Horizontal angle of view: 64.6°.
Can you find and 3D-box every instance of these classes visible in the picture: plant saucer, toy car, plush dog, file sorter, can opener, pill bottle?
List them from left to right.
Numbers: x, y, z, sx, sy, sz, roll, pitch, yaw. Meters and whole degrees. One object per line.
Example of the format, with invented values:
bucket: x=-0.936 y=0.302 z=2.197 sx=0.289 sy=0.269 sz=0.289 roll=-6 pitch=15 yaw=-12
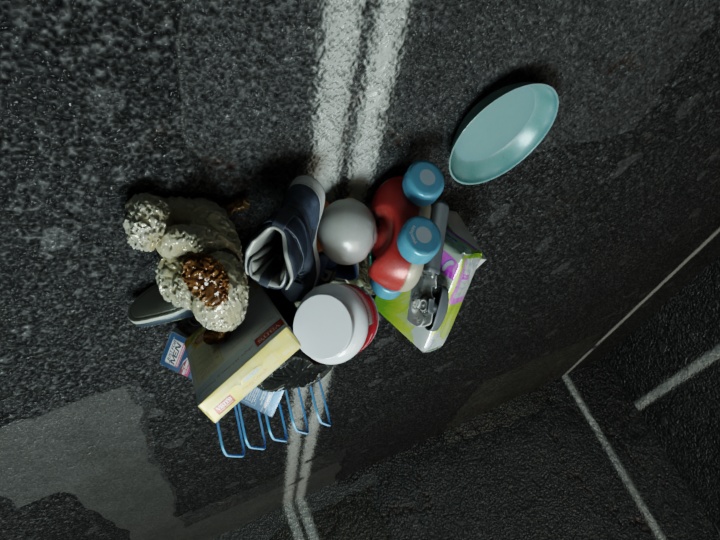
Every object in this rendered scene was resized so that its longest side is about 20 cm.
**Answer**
plush dog: x=-0.193 y=-0.001 z=0.728 sx=0.156 sy=0.175 sz=0.202 roll=-21 pitch=152 yaw=-12
file sorter: x=-0.165 y=0.257 z=1.066 sx=0.193 sy=0.127 sz=0.139 roll=-18 pitch=160 yaw=1
pill bottle: x=-0.036 y=0.077 z=0.854 sx=0.110 sy=0.115 sz=0.200 roll=-30 pitch=174 yaw=7
toy car: x=0.005 y=-0.071 z=0.864 sx=0.193 sy=0.183 sz=0.185 roll=12 pitch=157 yaw=-11
can opener: x=0.117 y=-0.007 z=0.927 sx=0.066 sy=0.208 sz=0.052 roll=16 pitch=170 yaw=-42
plant saucer: x=0.217 y=-0.220 z=0.894 sx=0.194 sy=0.037 sz=0.202 roll=-23 pitch=152 yaw=-13

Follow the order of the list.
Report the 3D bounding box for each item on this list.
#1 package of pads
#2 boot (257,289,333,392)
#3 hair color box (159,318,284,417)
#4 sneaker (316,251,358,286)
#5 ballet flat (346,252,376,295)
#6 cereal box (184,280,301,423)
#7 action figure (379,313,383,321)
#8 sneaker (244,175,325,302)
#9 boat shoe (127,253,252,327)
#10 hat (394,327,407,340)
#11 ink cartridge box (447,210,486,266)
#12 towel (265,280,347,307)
package of pads: x=0.116 y=0.021 z=1.009 sx=0.067 sy=0.154 sz=0.206 roll=-6 pitch=125 yaw=-44
boot: x=-0.134 y=0.099 z=0.878 sx=0.079 sy=0.160 sz=0.211 roll=-37 pitch=160 yaw=7
hair color box: x=-0.210 y=0.147 z=0.920 sx=0.062 sy=0.195 sz=0.100 roll=-62 pitch=-175 yaw=14
sneaker: x=-0.079 y=-0.021 z=0.904 sx=0.195 sy=0.084 sz=0.074 roll=-2 pitch=146 yaw=-38
ballet flat: x=0.000 y=0.000 z=1.045 sx=0.072 sy=0.070 sz=0.201 roll=-8 pitch=156 yaw=9
cereal box: x=-0.168 y=0.099 z=0.775 sx=0.143 sy=0.200 sz=0.040 roll=-41 pitch=117 yaw=-6
action figure: x=-0.007 y=0.107 z=1.185 sx=0.131 sy=0.070 sz=0.198 roll=-51 pitch=161 yaw=29
sneaker: x=-0.103 y=-0.003 z=0.766 sx=0.074 sy=0.148 sz=0.207 roll=14 pitch=131 yaw=7
boat shoe: x=-0.249 y=0.039 z=0.861 sx=0.196 sy=0.075 sz=0.063 roll=-29 pitch=144 yaw=-19
hat: x=0.135 y=0.061 z=1.252 sx=0.196 sy=0.082 sz=0.204 roll=-27 pitch=149 yaw=-18
ink cartridge box: x=0.131 y=-0.005 z=1.090 sx=0.066 sy=0.119 sz=0.200 roll=0 pitch=142 yaw=-45
towel: x=-0.136 y=0.074 z=1.081 sx=0.192 sy=0.035 sz=0.197 roll=-41 pitch=153 yaw=29
